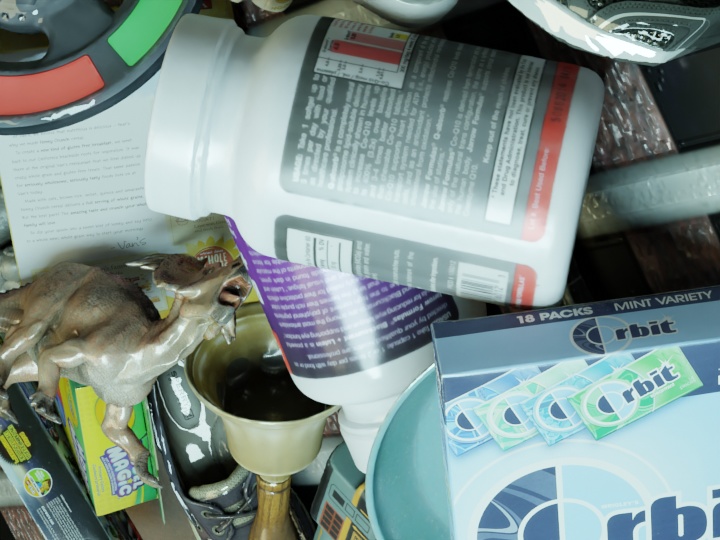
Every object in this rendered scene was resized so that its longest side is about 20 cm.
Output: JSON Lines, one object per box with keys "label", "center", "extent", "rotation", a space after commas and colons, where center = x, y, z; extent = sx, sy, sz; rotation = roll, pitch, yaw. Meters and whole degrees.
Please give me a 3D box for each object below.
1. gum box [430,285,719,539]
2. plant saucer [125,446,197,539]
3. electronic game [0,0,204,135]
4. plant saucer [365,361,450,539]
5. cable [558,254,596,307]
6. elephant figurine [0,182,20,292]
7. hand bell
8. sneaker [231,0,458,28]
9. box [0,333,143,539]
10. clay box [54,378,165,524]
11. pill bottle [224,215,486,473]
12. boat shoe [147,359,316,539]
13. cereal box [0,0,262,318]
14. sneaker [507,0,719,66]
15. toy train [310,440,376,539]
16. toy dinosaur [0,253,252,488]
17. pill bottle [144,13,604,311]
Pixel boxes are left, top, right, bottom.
{"label": "gum box", "center": [0.125, 0.105, 1.167], "extent": [0.045, 0.169, 0.201], "rotation": [-99, 3, -55]}
{"label": "plant saucer", "center": [-0.153, 0.154, 1.713], "extent": [0.200, 0.034, 0.201], "rotation": [35, 143, 32]}
{"label": "electronic game", "center": [-0.174, -0.165, 1.321], "extent": [0.200, 0.200, 0.042], "rotation": [42, 171, 24]}
{"label": "plant saucer", "center": [0.101, 0.093, 1.211], "extent": [0.036, 0.199, 0.201], "rotation": [-93, -4, -55]}
{"label": "cable", "center": [0.097, 0.026, 1.237], "extent": [0.097, 0.050, 0.201], "rotation": [10, 126, 48]}
{"label": "elephant figurine", "center": [-0.189, -0.089, 1.472], "extent": [0.141, 0.155, 0.201], "rotation": [24, 118, -9]}
{"label": "hand bell", "center": [-0.050, 0.128, 1.473], "extent": [0.104, 0.104, 0.201], "rotation": [33, 139, 33]}
{"label": "sneaker", "center": [-0.019, -0.163, 1.223], "extent": [0.200, 0.073, 0.116], "rotation": [51, 151, 30]}
{"label": "box", "center": [-0.211, 0.115, 1.632], "extent": [0.201, 0.040, 0.137], "rotation": [59, 179, -2]}
{"label": "clay box", "center": [-0.173, 0.063, 1.575], "extent": [0.200, 0.047, 0.115], "rotation": [-118, 18, -46]}
{"label": "pill bottle", "center": [0.000, 0.000, 1.292], "extent": [0.111, 0.111, 0.201], "rotation": [1, 118, 54]}
{"label": "boat shoe", "center": [-0.085, 0.133, 1.551], "extent": [0.201, 0.072, 0.065], "rotation": [63, -178, 0]}
{"label": "cereal box", "center": [-0.132, -0.056, 1.406], "extent": [0.040, 0.143, 0.201], "rotation": [-102, 7, -54]}
{"label": "sneaker", "center": [0.084, -0.170, 1.066], "extent": [0.200, 0.080, 0.087], "rotation": [39, 134, 18]}
{"label": "toy train", "center": [0.016, 0.181, 1.455], "extent": [0.114, 0.085, 0.201], "rotation": [46, 144, 24]}
{"label": "toy dinosaur", "center": [-0.143, 0.028, 1.377], "extent": [0.199, 0.136, 0.086], "rotation": [20, 164, 29]}
{"label": "pill bottle", "center": [0.007, -0.055, 1.152], "extent": [0.199, 0.116, 0.116], "rotation": [12, 136, 5]}
